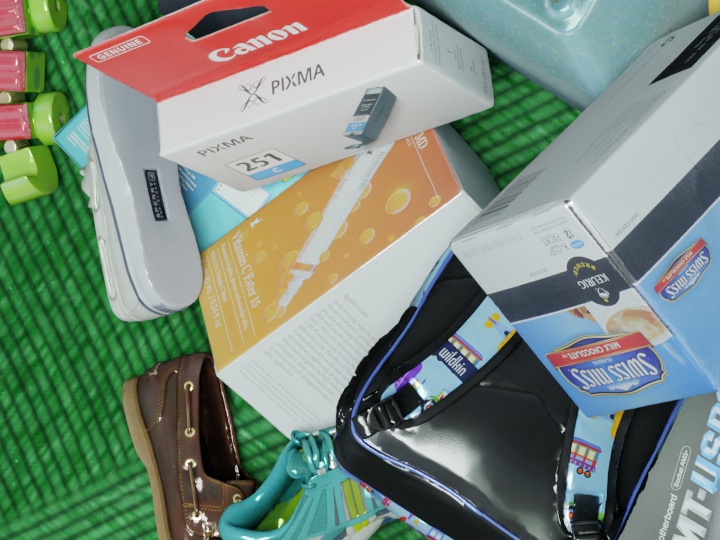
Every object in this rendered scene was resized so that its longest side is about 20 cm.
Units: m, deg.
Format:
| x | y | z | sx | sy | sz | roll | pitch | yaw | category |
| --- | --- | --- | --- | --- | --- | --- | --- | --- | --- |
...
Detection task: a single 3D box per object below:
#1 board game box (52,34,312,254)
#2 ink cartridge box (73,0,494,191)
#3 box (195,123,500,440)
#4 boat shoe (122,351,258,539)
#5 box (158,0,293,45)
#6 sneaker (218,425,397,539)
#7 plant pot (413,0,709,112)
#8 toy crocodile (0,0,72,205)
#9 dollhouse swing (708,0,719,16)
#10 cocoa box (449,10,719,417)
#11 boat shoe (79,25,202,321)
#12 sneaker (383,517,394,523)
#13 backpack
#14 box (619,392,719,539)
| x | y | z | sx | sy | sz | roll | pitch | yaw | category |
| --- | --- | --- | --- | --- | --- | --- | --- | --- | --- |
| -0.090 | -0.107 | 1.398 | 0.200 | 0.047 | 0.151 | -44 | 83 | 11 | board game box |
| -0.046 | -0.117 | 1.251 | 0.200 | 0.176 | 0.045 | -17 | 67 | 29 | ink cartridge box |
| 0.000 | 0.000 | 1.330 | 0.200 | 0.124 | 0.097 | -37 | 127 | 12 | box |
| -0.106 | 0.155 | 1.396 | 0.070 | 0.070 | 0.200 | -21 | 80 | 17 | boat shoe |
| -0.033 | -0.243 | 1.268 | 0.104 | 0.200 | 0.182 | 34 | 69 | 8 | box |
| -0.007 | 0.128 | 1.300 | 0.200 | 0.080 | 0.078 | -43 | 41 | 15 | sneaker |
| 0.140 | -0.204 | 1.247 | 0.196 | 0.200 | 0.197 | 34 | 101 | 19 | plant pot |
| -0.246 | -0.146 | 1.424 | 0.067 | 0.062 | 0.200 | -3 | 92 | 13 | toy crocodile |
| 0.315 | -0.118 | 1.245 | 0.200 | 0.176 | 0.182 | -32 | 63 | -28 | dollhouse swing |
| 0.177 | -0.036 | 1.105 | 0.200 | 0.133 | 0.131 | -44 | 101 | -26 | cocoa box |
| -0.160 | -0.063 | 1.360 | 0.070 | 0.071 | 0.200 | -20 | 79 | 40 | boat shoe |
| 0.035 | 0.091 | 1.379 | 0.083 | 0.071 | 0.200 | 35 | 103 | 29 | sneaker |
| 0.099 | 0.066 | 1.204 | 0.182 | 0.135 | 0.200 | 31 | 70 | 2 | backpack |
| 0.227 | 0.150 | 1.282 | 0.198 | 0.050 | 0.200 | 17 | 94 | 1 | box |
